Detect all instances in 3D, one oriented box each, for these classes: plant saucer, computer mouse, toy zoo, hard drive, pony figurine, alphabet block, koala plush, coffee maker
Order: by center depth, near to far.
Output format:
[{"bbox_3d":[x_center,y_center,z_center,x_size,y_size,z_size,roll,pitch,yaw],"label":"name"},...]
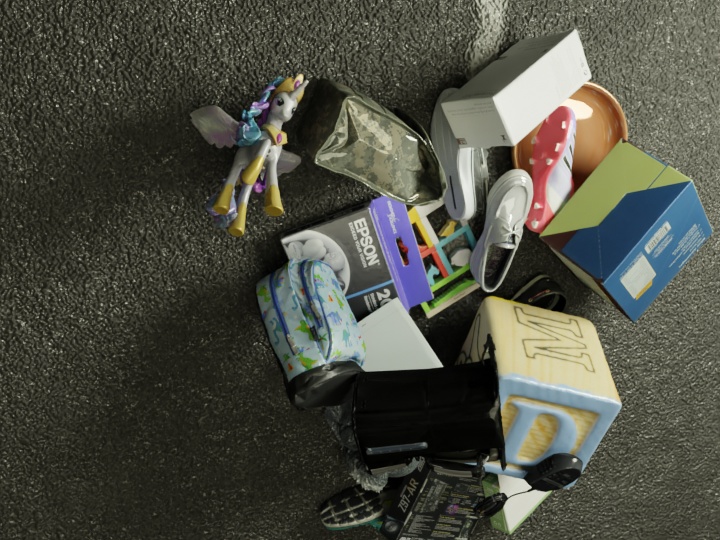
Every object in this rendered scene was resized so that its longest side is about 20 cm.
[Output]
[{"bbox_3d":[-0.142,-0.152,1.103,0.166,0.193,0.201,27,62,-28],"label":"pony figurine"},{"bbox_3d":[0.090,0.181,1.116,0.198,0.135,0.194,-6,101,8],"label":"coffee maker"},{"bbox_3d":[0.055,0.158,1.234,0.131,0.026,0.201,-33,70,-1],"label":"hard drive"},{"bbox_3d":[0.248,0.323,1.245,0.199,0.034,0.058,-35,133,27],"label":"computer mouse"},{"bbox_3d":[0.261,0.188,1.289,0.195,0.201,0.196,15,123,-8],"label":"alphabet block"},{"bbox_3d":[0.035,0.257,1.303,0.177,0.200,0.184,-35,114,-1],"label":"koala plush"},{"bbox_3d":[0.329,-0.202,1.315,0.198,0.037,0.202,-5,109,-13],"label":"plant saucer"},{"bbox_3d":[0.118,-0.037,1.321,0.131,0.020,0.201,-32,114,-3],"label":"toy zoo"}]

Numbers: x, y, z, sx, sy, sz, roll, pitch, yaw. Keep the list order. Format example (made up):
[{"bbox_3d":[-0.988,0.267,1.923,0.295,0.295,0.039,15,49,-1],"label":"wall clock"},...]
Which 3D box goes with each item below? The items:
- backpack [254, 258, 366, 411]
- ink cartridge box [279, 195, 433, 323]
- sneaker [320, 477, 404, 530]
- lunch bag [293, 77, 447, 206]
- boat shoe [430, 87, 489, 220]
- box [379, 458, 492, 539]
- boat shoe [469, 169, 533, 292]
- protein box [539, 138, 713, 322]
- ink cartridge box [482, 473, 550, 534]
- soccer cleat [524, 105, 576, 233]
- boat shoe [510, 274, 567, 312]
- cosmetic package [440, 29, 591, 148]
[{"bbox_3d":[-0.072,0.082,1.186,0.154,0.200,0.163,-44,155,13],"label":"backpack"},{"bbox_3d":[0.000,0.000,1.276,0.199,0.043,0.199,-20,113,0],"label":"ink cartridge box"},{"bbox_3d":[0.029,0.422,1.431,0.198,0.078,0.080,-7,119,-13],"label":"sneaker"},{"bbox_3d":[0.025,-0.177,1.167,0.199,0.164,0.118,24,104,-22],"label":"lunch bag"},{"bbox_3d":[0.158,-0.180,1.264,0.071,0.072,0.202,-19,111,-35],"label":"boat shoe"},{"bbox_3d":[0.141,0.397,1.417,0.199,0.043,0.161,22,94,-44],"label":"box"},{"bbox_3d":[0.218,-0.056,1.265,0.071,0.069,0.201,11,124,-17],"label":"boat shoe"},{"bbox_3d":[0.421,-0.057,1.294,0.199,0.135,0.200,-50,144,5],"label":"protein box"},{"bbox_3d":[0.274,0.339,1.451,0.145,0.048,0.201,-31,116,-35],"label":"ink cartridge box"},{"bbox_3d":[0.303,-0.153,1.275,0.076,0.067,0.202,-2,111,-31],"label":"soccer cleat"},{"bbox_3d":[0.262,0.096,1.384,0.074,0.063,0.201,38,102,-26],"label":"boat shoe"},{"bbox_3d":[0.226,-0.259,1.188,0.200,0.112,0.082,-41,116,-29],"label":"cosmetic package"}]
